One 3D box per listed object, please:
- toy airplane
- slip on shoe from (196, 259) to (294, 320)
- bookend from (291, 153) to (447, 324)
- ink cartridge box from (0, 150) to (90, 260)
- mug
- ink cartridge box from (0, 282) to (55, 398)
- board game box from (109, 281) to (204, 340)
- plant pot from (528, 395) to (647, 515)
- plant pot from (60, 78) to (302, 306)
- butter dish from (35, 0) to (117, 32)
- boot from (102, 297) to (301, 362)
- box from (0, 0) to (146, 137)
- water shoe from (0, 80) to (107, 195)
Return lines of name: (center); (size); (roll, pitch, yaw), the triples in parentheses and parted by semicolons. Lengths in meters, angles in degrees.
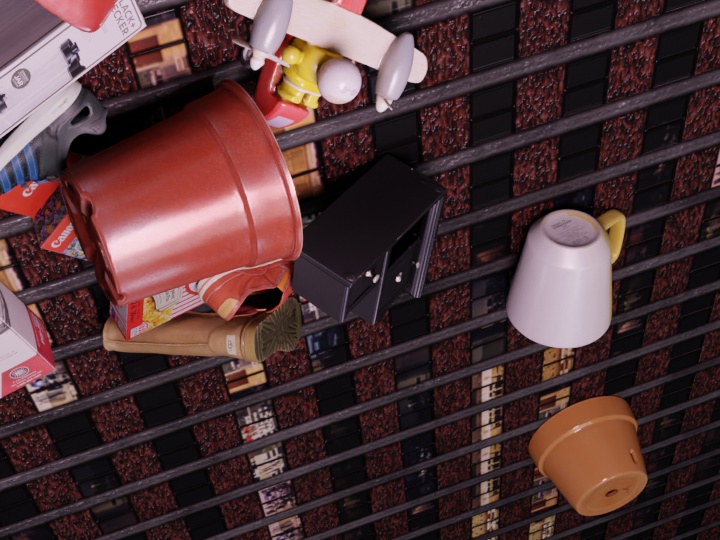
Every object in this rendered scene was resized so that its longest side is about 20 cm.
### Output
toy airplane: (-0.027, -0.230, 1.269); (0.199, 0.142, 0.200); (-18, 143, -7)
slip on shoe: (-0.109, 0.021, 1.520); (0.199, 0.061, 0.074); (-13, 149, -52)
bookend: (0.000, 0.000, 1.535); (0.200, 0.092, 0.199); (-44, 157, -36)
ink cartridge box: (-0.300, -0.067, 1.396); (0.199, 0.051, 0.109); (18, 127, -44)
mug: (0.284, -0.012, 1.757); (0.148, 0.187, 0.154); (9, 134, 10)
ink cartridge box: (-0.465, 0.071, 1.448); (0.146, 0.083, 0.200); (-26, 145, 2)
board game box: (-0.192, -0.011, 1.468); (0.199, 0.046, 0.152); (-27, 159, -23)
plant pot: (0.412, 0.335, 2.234); (0.199, 0.141, 0.201); (-15, 143, -11)
plant pot: (-0.190, -0.068, 1.302); (0.194, 0.201, 0.201); (-24, 146, -19)
butter dish: (-0.272, -0.324, 1.021); (0.200, 0.147, 0.201); (33, 76, -48)
boot: (-0.190, 0.067, 1.573); (0.198, 0.067, 0.175); (2, -174, 20)
box: (-0.302, -0.202, 1.114); (0.200, 0.116, 0.060); (-43, 148, -16)
water shoe: (-0.338, -0.108, 1.290); (0.200, 0.072, 0.079); (-40, 121, 20)
